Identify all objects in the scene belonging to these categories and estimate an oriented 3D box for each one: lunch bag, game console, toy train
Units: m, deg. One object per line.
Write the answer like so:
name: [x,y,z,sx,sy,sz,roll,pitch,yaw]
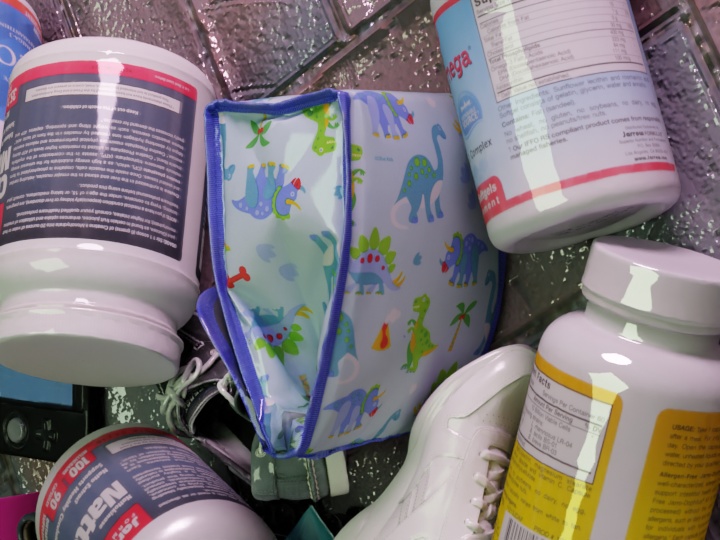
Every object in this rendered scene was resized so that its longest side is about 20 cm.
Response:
lunch bag: [0.000,0.000,1.028,0.127,0.169,0.202,-3,92,38]
game console: [-0.288,0.041,1.304,0.175,0.116,0.202,3,94,40]
toy train: [0.003,0.176,1.120,0.199,0.034,0.046,6,99,40]

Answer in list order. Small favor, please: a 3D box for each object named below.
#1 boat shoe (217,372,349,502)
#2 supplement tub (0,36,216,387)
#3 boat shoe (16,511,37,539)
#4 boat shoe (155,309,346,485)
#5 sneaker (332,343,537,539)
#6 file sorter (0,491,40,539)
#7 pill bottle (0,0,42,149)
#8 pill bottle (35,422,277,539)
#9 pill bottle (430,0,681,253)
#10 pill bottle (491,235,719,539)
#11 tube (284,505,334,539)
boat shoe: [-0.058,0.065,1.102,0.201,0.061,0.073,-112,10,-47]
supplement tub: [-0.169,-0.037,1.158,0.140,0.140,0.202,-12,66,39]
boat shoe: [-0.180,0.250,1.204,0.075,0.062,0.201,-38,61,33]
boat shoe: [-0.098,0.084,1.178,0.199,0.068,0.074,43,117,30]
sneaker: [0.059,0.138,1.028,0.099,0.075,0.201,37,97,35]
file sorter: [-0.253,0.279,1.270,0.125,0.138,0.201,-38,68,35]
pill bottle: [-0.279,-0.098,1.255,0.112,0.112,0.201,-34,48,35]
pill bottle: [-0.115,0.184,1.101,0.200,0.119,0.121,31,112,55]
pill bottle: [0.100,-0.119,0.980,0.108,0.108,0.202,-22,77,38]
pill bottle: [0.140,0.089,0.951,0.112,0.112,0.202,21,105,37]
tube: [-0.061,0.233,1.155,0.078,0.050,0.200,47,126,5]
